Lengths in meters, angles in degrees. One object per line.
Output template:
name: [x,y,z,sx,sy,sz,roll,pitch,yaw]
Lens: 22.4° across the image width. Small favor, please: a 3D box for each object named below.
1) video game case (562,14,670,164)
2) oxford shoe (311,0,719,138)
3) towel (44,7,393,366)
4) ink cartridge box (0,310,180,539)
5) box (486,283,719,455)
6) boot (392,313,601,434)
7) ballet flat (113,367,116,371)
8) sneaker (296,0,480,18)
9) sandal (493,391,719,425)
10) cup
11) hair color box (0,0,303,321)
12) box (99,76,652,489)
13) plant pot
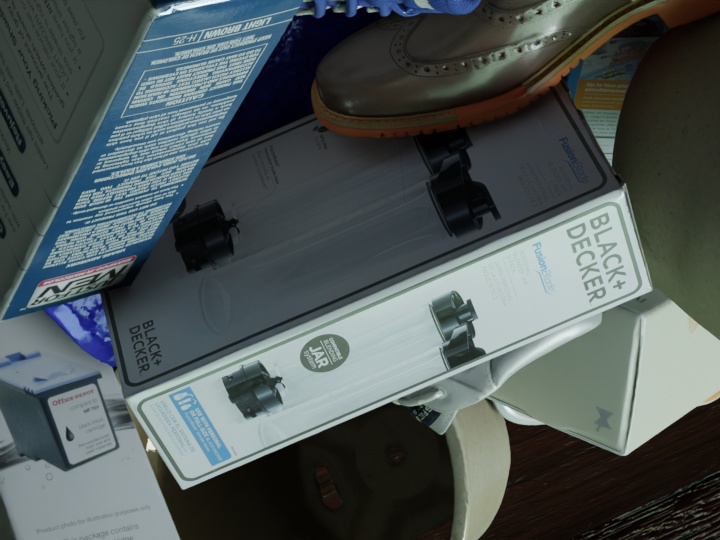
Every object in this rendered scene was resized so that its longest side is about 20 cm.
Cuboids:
video game case: [0.160,-0.080,0.807,0.143,0.018,0.200,3,139,-4]
oxford shoe: [0.066,-0.116,0.691,0.200,0.071,0.073,-26,134,2]
towel: [-0.059,-0.042,0.772,0.200,0.050,0.148,-32,140,7]
ink cartridge box: [-0.170,0.104,0.857,0.086,0.200,0.146,-10,156,-40]
box: [0.153,0.012,0.927,0.200,0.095,0.078,-26,129,-47]
boot: [0.007,0.036,0.804,0.200,0.096,0.074,-29,-174,8]
ballet flat: [-0.159,0.076,1.036,0.066,0.057,0.200,-38,159,31]
sneaker: [-0.001,-0.121,0.643,0.200,0.088,0.075,-31,164,16]
sandal: [0.158,0.044,1.030,0.207,0.079,0.059,0,174,-39]
cup: [0.185,-0.039,0.718,0.143,0.201,0.200,11,-175,32]
hair color box: [-0.095,-0.075,0.617,0.060,0.100,0.200,-17,161,-33]
box: [0.000,-0.008,0.714,0.200,0.117,0.060,-24,133,1]
plant pot: [-0.011,0.103,0.952,0.200,0.201,0.183,-33,169,18]
